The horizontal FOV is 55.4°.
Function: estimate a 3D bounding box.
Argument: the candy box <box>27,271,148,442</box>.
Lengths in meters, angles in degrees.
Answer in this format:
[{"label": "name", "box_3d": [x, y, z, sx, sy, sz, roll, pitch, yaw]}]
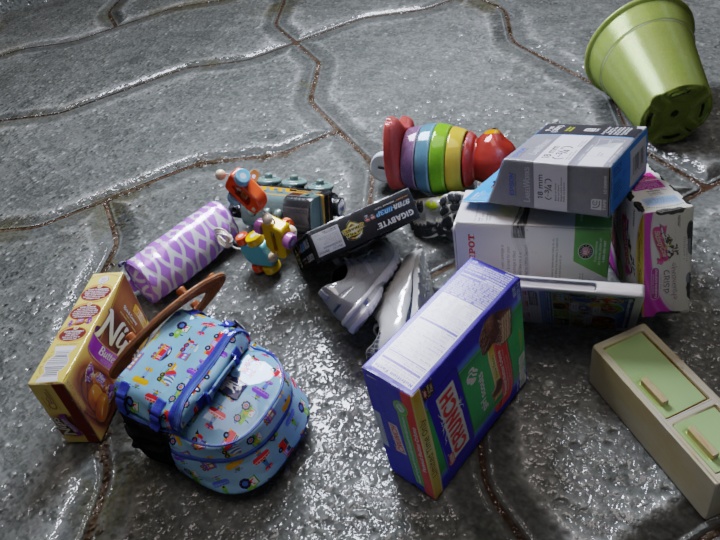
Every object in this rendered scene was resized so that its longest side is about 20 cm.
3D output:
[{"label": "candy box", "box_3d": [-0.359, 0.113, 0.934, 0.055, 0.119, 0.203, -4, 41, 10]}]

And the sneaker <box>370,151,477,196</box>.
[{"label": "sneaker", "box_3d": [0.114, -0.173, 1.175, 0.196, 0.075, 0.071, 21, 32, 23]}]

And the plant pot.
[{"label": "plant pot", "box_3d": [0.510, -0.327, 1.181, 0.194, 0.202, 0.194, -9, 53, 3]}]

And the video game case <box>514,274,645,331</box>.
[{"label": "video game case", "box_3d": [0.241, 0.040, 0.851, 0.194, 0.143, 0.019, 5, 70, 19]}]

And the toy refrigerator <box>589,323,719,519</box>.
[{"label": "toy refrigerator", "box_3d": [0.339, 0.153, 0.745, 0.074, 0.071, 0.202, -19, 41, -9]}]

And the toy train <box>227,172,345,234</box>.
[{"label": "toy train", "box_3d": [-0.124, -0.108, 1.132, 0.195, 0.088, 0.114, 9, 21, 24]}]

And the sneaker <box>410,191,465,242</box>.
[{"label": "sneaker", "box_3d": [0.151, -0.092, 1.044, 0.078, 0.080, 0.198, -22, 20, -28]}]

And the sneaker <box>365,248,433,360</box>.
[{"label": "sneaker", "box_3d": [0.056, 0.045, 0.946, 0.078, 0.077, 0.202, -13, 35, 22]}]

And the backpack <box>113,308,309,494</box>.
[{"label": "backpack", "box_3d": [-0.168, 0.158, 0.823, 0.196, 0.137, 0.183, 18, 49, 27]}]

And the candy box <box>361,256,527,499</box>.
[{"label": "candy box", "box_3d": [0.104, 0.117, 0.769, 0.076, 0.172, 0.199, 23, 52, 39]}]

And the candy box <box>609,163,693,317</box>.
[{"label": "candy box", "box_3d": [0.361, -0.051, 0.885, 0.059, 0.140, 0.201, -7, 24, 6]}]

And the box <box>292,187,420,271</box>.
[{"label": "box", "box_3d": [-0.014, -0.054, 1.002, 0.156, 0.047, 0.200, -24, 1, -13]}]

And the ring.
[{"label": "ring", "box_3d": [-0.260, 0.069, 0.921, 0.019, 0.200, 0.200, 47, 60, 2]}]

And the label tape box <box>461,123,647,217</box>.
[{"label": "label tape box", "box_3d": [0.241, -0.133, 0.866, 0.196, 0.065, 0.144, 11, 33, 36]}]

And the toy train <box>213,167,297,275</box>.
[{"label": "toy train", "box_3d": [-0.156, -0.077, 1.033, 0.149, 0.200, 0.056, 40, 60, 2]}]

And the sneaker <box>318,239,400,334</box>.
[{"label": "sneaker", "box_3d": [0.000, 0.000, 0.963, 0.081, 0.075, 0.201, 39, 29, -6]}]

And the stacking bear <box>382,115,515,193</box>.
[{"label": "stacking bear", "box_3d": [0.143, -0.175, 1.056, 0.194, 0.117, 0.121, 6, 14, 20]}]

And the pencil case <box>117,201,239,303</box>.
[{"label": "pencil case", "box_3d": [-0.289, -0.030, 1.113, 0.199, 0.085, 0.085, -40, 10, -30]}]

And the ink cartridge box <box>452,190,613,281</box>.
[{"label": "ink cartridge box", "box_3d": [0.229, -0.024, 0.915, 0.194, 0.149, 0.085, 5, 41, 18]}]
